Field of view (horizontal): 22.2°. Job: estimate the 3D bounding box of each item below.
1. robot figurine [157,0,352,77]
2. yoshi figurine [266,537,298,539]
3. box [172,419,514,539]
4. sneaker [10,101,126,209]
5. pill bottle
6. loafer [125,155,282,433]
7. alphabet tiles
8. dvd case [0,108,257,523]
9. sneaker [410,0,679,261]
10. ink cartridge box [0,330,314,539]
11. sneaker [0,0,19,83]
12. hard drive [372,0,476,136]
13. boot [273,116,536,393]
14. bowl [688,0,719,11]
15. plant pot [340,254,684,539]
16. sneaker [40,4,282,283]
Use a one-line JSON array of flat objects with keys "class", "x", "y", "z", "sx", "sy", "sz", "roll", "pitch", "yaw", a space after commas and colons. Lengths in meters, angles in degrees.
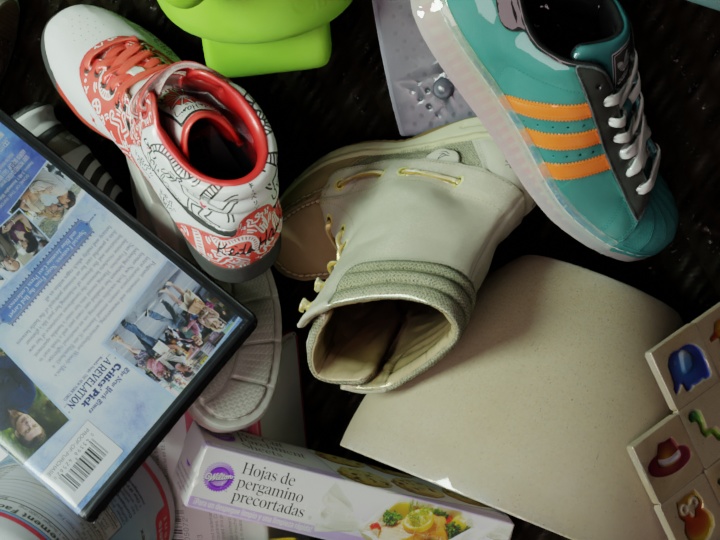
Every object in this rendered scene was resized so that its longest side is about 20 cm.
[{"class": "robot figurine", "x": -0.059, "y": -0.200, "z": 0.959, "sx": 0.115, "sy": 0.176, "sz": 0.200, "roll": -4, "pitch": 131, "yaw": 3}, {"class": "yoshi figurine", "x": -0.063, "y": 0.257, "z": 1.031, "sx": 0.112, "sy": 0.112, "sz": 0.201, "roll": -6, "pitch": 91, "yaw": 35}, {"class": "box", "x": -0.008, "y": 0.133, "z": 1.058, "sx": 0.200, "sy": 0.041, "sz": 0.039, "roll": 17, "pitch": 101, "yaw": -20}, {"class": "sneaker", "x": -0.219, "y": 0.004, "z": 1.122, "sx": 0.115, "sy": 0.076, "sz": 0.201, "roll": 45, "pitch": 113, "yaw": 2}, {"class": "pill bottle", "x": -0.187, "y": 0.167, "z": 1.005, "sx": 0.108, "sy": 0.200, "sz": 0.109, "roll": 6, "pitch": 110, "yaw": 16}, {"class": "loafer", "x": -0.093, "y": 0.001, "z": 1.054, "sx": 0.072, "sy": 0.063, "sz": 0.201, "roll": -9, "pitch": 74, "yaw": -18}, {"class": "alphabet tiles", "x": 0.227, "y": 0.085, "z": 0.950, "sx": 0.008, "sy": 0.200, "sz": 0.167, "roll": -10, "pitch": 108, "yaw": 61}, {"class": "dvd case", "x": -0.175, "y": 0.021, "z": 1.006, "sx": 0.200, "sy": 0.018, "sz": 0.143, "roll": 38, "pitch": 81, "yaw": 13}, {"class": "sneaker", "x": 0.113, "y": -0.086, "z": 0.924, "sx": 0.080, "sy": 0.071, "sz": 0.200, "roll": -22, "pitch": 121, "yaw": 38}, {"class": "ink cartridge box", "x": -0.138, "y": 0.112, "z": 1.127, "sx": 0.199, "sy": 0.083, "sz": 0.147, "roll": 1, "pitch": 109, "yaw": 18}, {"class": "sneaker", "x": -0.280, "y": -0.097, "z": 1.106, "sx": 0.085, "sy": 0.073, "sz": 0.200, "roll": 36, "pitch": 109, "yaw": 5}, {"class": "hard drive", "x": 0.071, "y": -0.174, "z": 0.981, "sx": 0.135, "sy": 0.042, "sz": 0.201, "roll": -1, "pitch": 109, "yaw": 19}, {"class": "boot", "x": 0.000, "y": 0.000, "z": 0.986, "sx": 0.200, "sy": 0.155, "sz": 0.072, "roll": -17, "pitch": 122, "yaw": 41}, {"class": "bowl", "x": 0.146, "y": -0.218, "z": 0.875, "sx": 0.105, "sy": 0.201, "sz": 0.201, "roll": 5, "pitch": 110, "yaw": 37}, {"class": "plant pot", "x": 0.107, "y": 0.070, "z": 0.989, "sx": 0.200, "sy": 0.200, "sz": 0.135, "roll": 22, "pitch": 85, "yaw": 11}, {"class": "sneaker", "x": -0.107, "y": -0.094, "z": 0.987, "sx": 0.202, "sy": 0.067, "sz": 0.108, "roll": 53, "pitch": 162, "yaw": 20}]
